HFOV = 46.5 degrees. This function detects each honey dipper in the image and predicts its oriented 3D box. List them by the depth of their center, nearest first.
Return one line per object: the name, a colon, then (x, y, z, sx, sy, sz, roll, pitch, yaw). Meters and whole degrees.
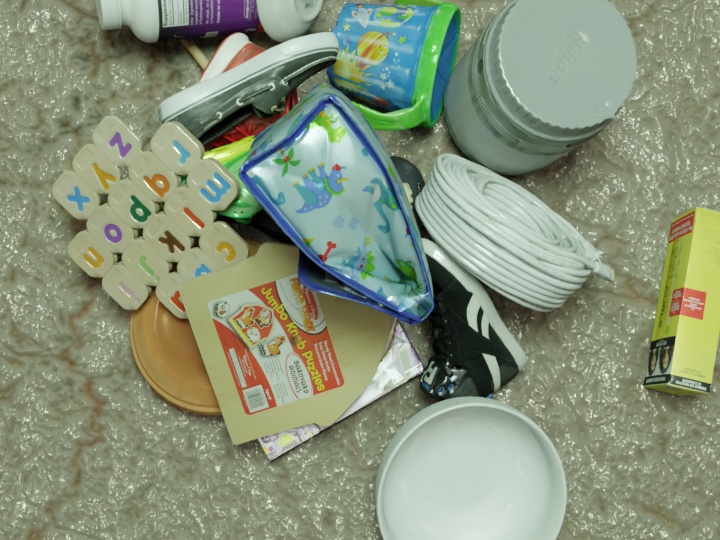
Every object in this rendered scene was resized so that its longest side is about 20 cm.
honey dipper: (-0.173, -0.232, 0.977, 0.038, 0.038, 0.201, -35, 81, -8)

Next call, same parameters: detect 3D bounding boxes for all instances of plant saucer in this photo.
plant saucer: (-0.156, 0.053, 0.909, 0.198, 0.038, 0.202, -1, 71, 2)

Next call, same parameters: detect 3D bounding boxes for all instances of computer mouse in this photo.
computer mouse: (0.075, -0.041, 0.944, 0.058, 0.034, 0.201, -17, 80, -46)

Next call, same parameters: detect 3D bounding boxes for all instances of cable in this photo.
cable: (0.151, -0.043, 0.886, 0.069, 0.199, 0.200, -56, 49, 23)

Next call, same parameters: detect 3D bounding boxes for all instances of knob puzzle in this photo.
knob puzzle: (-0.062, 0.064, 0.853, 0.217, 0.030, 0.222, 0, 101, -2)

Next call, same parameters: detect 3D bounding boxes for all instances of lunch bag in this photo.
lunch bag: (-0.011, -0.055, 0.759, 0.127, 0.170, 0.200, -38, 106, 9)

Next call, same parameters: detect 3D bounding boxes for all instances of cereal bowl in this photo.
cereal bowl: (0.110, 0.225, 0.874, 0.198, 0.083, 0.202, -1, 98, -4)

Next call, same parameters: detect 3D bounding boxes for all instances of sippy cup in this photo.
sippy cup: (0.035, -0.241, 0.946, 0.129, 0.178, 0.141, 14, 113, 11)

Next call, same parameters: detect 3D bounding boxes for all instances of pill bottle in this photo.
pill bottle: (-0.192, -0.316, 0.930, 0.198, 0.112, 0.114, -11, 81, -19)

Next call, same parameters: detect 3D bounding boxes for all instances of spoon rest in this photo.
spoon rest: (-0.050, -0.318, 0.947, 0.060, 0.199, 0.100, 18, 121, 34)

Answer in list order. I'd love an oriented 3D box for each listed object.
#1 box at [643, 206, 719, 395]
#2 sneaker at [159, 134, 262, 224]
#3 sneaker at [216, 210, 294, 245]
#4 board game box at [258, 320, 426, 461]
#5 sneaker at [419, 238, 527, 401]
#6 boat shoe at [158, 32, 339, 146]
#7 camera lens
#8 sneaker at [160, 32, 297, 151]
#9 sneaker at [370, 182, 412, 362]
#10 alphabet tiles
box: (0.368, 0.036, 0.937, 0.050, 0.075, 0.202, 14, 81, 0)
sneaker: (-0.113, -0.095, 0.868, 0.198, 0.074, 0.084, -16, 102, 7)
sneaker: (-0.077, -0.061, 0.933, 0.198, 0.076, 0.092, -4, 84, -2)
board game box: (-0.041, 0.109, 0.928, 0.199, 0.032, 0.121, -30, 79, -7)
sneaker: (0.091, 0.071, 0.881, 0.112, 0.073, 0.200, -45, 116, -12)
boat shoe: (-0.108, -0.180, 0.858, 0.199, 0.069, 0.057, -25, 90, -1)
camera lens: (0.184, -0.196, 0.898, 0.158, 0.200, 0.162, 1, 84, -8)
sneaker: (-0.140, -0.149, 0.907, 0.115, 0.078, 0.201, 31, 92, 11)
sneaker: (0.000, 0.000, 0.894, 0.089, 0.075, 0.202, 8, 82, -5)
alphabet tiles: (-0.212, -0.051, 0.851, 0.196, 0.015, 0.200, 44, 114, -5)
